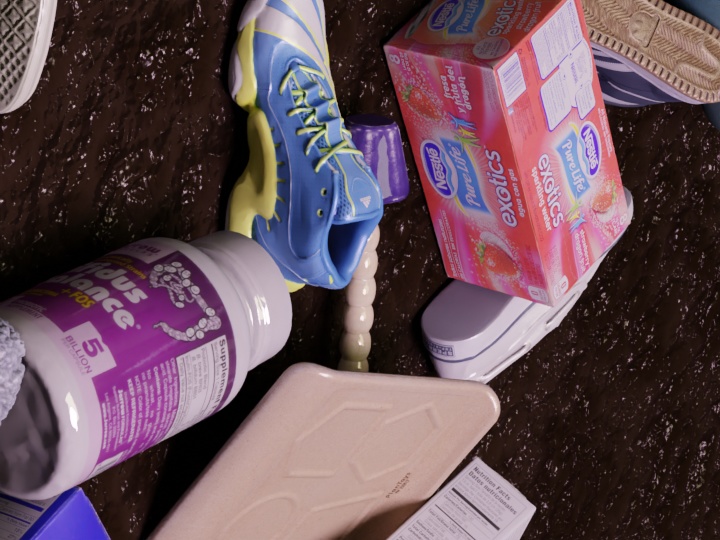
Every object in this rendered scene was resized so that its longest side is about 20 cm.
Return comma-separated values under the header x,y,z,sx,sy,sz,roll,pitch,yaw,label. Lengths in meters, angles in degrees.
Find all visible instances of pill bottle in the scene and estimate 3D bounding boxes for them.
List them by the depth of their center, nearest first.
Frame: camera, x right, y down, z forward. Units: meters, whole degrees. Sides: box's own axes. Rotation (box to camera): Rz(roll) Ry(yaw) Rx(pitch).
x,y,z,sx,sy,sz,roll,pitch,yaw,label
-0.134,0.046,1.567,0.200,0.112,0.113,-27,123,-45,pill bottle

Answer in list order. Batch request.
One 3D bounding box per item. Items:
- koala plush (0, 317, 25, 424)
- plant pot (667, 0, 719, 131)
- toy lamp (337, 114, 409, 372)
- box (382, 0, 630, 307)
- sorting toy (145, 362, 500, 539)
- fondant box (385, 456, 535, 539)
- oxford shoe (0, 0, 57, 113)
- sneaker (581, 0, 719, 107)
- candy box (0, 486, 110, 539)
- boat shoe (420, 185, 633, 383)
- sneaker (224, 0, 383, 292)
x,y,z,sx,sy,sz,roll,pitch,yaw,label
-0.302,0.057,1.318,0.200,0.177,0.184,29,90,-56,koala plush
0.305,-0.203,1.982,0.200,0.200,0.196,-52,146,-25,plant pot
0.000,0.000,1.766,0.058,0.058,0.201,-15,114,-48,toy lamp
0.101,-0.090,1.827,0.103,0.094,0.200,-45,135,-32,box
-0.027,0.129,1.745,0.200,0.037,0.185,12,125,-50,sorting toy
0.020,0.233,1.826,0.200,0.058,0.144,-38,161,-37,fondant box
-0.184,-0.183,1.458,0.058,0.075,0.201,-25,122,-61,oxford shoe
0.160,-0.176,1.905,0.200,0.108,0.070,34,77,-20,sneaker
-0.214,0.239,1.567,0.200,0.077,0.169,-48,135,-29,candy box
0.117,0.011,1.917,0.200,0.073,0.066,-37,135,-25,boat shoe
-0.024,-0.080,1.666,0.076,0.105,0.201,-17,116,-48,sneaker
